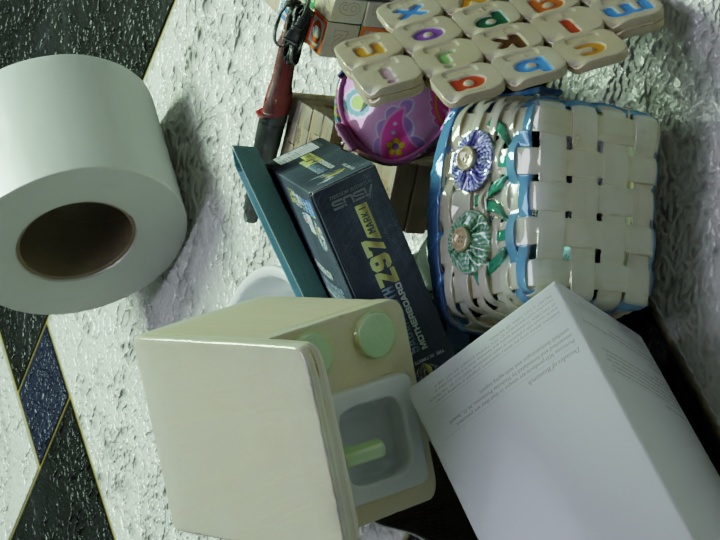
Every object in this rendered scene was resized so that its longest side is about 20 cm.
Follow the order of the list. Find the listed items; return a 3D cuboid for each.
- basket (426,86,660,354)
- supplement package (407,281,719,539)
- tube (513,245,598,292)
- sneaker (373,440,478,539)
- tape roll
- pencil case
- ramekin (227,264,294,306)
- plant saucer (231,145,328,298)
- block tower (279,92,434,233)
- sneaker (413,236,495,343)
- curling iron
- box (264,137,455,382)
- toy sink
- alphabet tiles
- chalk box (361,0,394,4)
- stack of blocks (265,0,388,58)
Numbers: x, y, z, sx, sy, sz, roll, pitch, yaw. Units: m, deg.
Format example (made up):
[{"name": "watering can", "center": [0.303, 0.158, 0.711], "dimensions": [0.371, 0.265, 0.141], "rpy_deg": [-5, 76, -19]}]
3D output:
[{"name": "basket", "center": [0.106, -0.037, 1.646], "dimensions": [0.200, 0.139, 0.177], "rpy_deg": [157, 117, -71]}, {"name": "supplement package", "center": [0.137, 0.131, 1.520], "dimensions": [0.120, 0.121, 0.200], "rpy_deg": [-37, 55, 16]}, {"name": "tube", "center": [0.118, 0.068, 1.717], "dimensions": [0.077, 0.050, 0.200], "rpy_deg": [10, 92, 41]}, {"name": "sneaker", "center": [0.027, 0.127, 1.731], "dimensions": [0.073, 0.200, 0.085], "rpy_deg": [-32, 58, 4]}, {"name": "tape roll", "center": [-0.266, -0.076, 2.294], "dimensions": [0.203, 0.202, 0.139], "rpy_deg": [-59, 37, 41]}, {"name": "pencil case", "center": [0.030, -0.115, 1.768], "dimensions": [0.200, 0.087, 0.088], "rpy_deg": [-36, -46, -81]}, {"name": "ramekin", "center": [-0.031, 0.099, 1.936], "dimensions": [0.200, 0.098, 0.201], "rpy_deg": [-16, 72, 61]}, {"name": "plant saucer", "center": [-0.037, 0.008, 1.727], "dimensions": [0.200, 0.019, 0.070], "rpy_deg": [64, 175, 8]}, {"name": "block tower", "center": [0.002, -0.082, 1.941], "dimensions": [0.200, 0.054, 0.058], "rpy_deg": [39, 120, 58]}, {"name": "sneaker", "center": [0.054, 0.051, 1.826], "dimensions": [0.104, 0.060, 0.200], "rpy_deg": [127, 142, -48]}, {"name": "curling iron", "center": [-0.069, -0.123, 1.985], "dimensions": [0.050, 0.026, 0.200], "rpy_deg": [-60, -11, -56]}, {"name": "box", "center": [0.000, 0.000, 1.693], "dimensions": [0.200, 0.051, 0.158], "rpy_deg": [-140, 26, -76]}, {"name": "toy sink", "center": [-0.032, 0.090, 1.572], "dimensions": [0.200, 0.112, 0.131], "rpy_deg": [-1, 104, 56]}, {"name": "alphabet tiles", "center": [0.087, -0.149, 1.635], "dimensions": [0.196, 0.200, 0.015], "rpy_deg": [-123, 19, -64]}, {"name": "chalk box", "center": [0.051, -0.256, 1.796], "dimensions": [0.200, 0.124, 0.124], "rpy_deg": [-16, 73, 60]}, {"name": "stack of blocks", "center": [-0.003, -0.274, 1.969], "dimensions": [0.115, 0.058, 0.200], "rpy_deg": [49, 129, 53]}]
